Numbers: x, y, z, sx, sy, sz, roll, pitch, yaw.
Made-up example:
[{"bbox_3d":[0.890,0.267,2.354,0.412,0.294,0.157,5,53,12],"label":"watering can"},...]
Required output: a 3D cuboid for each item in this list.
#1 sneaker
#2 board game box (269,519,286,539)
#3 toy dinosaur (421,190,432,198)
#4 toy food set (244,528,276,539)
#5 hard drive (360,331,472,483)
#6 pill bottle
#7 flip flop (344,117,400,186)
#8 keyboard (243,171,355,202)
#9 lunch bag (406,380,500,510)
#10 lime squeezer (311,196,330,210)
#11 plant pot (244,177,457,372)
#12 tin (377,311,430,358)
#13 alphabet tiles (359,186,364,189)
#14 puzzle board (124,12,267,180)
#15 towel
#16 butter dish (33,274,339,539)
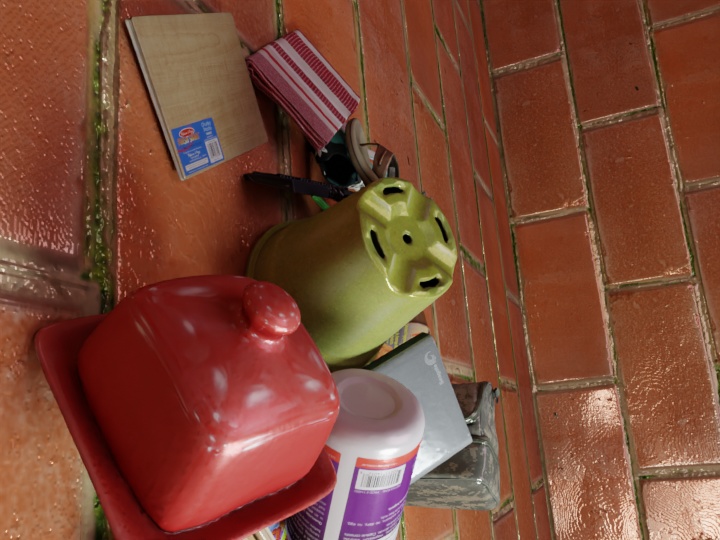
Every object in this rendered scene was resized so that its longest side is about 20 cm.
[{"bbox_3d":[-0.017,-0.152,1.020,0.199,0.070,0.082,35,49,-51],"label":"sneaker"},{"bbox_3d":[-0.127,0.188,0.608,0.136,0.044,0.203,-71,146,-51],"label":"board game box"},{"bbox_3d":[0.055,-0.077,1.176,0.135,0.100,0.205,-38,135,-50],"label":"toy dinosaur"},{"bbox_3d":[-0.100,0.281,0.535,0.143,0.059,0.203,-44,127,-33],"label":"toy food set"},{"bbox_3d":[0.019,0.178,0.738,0.142,0.197,0.033,66,-19,-14],"label":"hard drive"},{"bbox_3d":[-0.011,0.205,0.634,0.113,0.110,0.205,-50,154,-63],"label":"pill bottle"},{"bbox_3d":[0.030,-0.126,0.906,0.081,0.057,0.203,54,11,-56],"label":"flip flop"},{"bbox_3d":[-0.049,-0.101,0.836,0.199,0.124,0.021,-7,112,-69],"label":"keyboard"},{"bbox_3d":[0.106,0.247,0.988,0.140,0.195,0.171,58,33,-48],"label":"lunch bag"},{"bbox_3d":[-0.013,-0.024,0.912,0.038,0.069,0.203,113,-34,-46],"label":"lime squeezer"},{"bbox_3d":[0.000,0.000,0.728,0.197,0.183,0.205,17,58,-31],"label":"plant pot"},{"bbox_3d":[0.039,0.104,0.936,0.201,0.109,0.043,90,-9,-61],"label":"tin"},{"bbox_3d":[0.022,-0.013,0.988,0.202,0.014,0.199,-110,-167,-50],"label":"alphabet tiles"},{"bbox_3d":[-0.167,-0.193,0.715,0.200,0.017,0.154,-51,129,-63],"label":"puzzle board"},{"bbox_3d":[-0.073,-0.252,0.911,0.144,0.023,0.201,47,30,-12],"label":"towel"},{"bbox_3d":[-0.094,0.070,0.481,0.198,0.148,0.201,-3,50,-52],"label":"butter dish"}]
